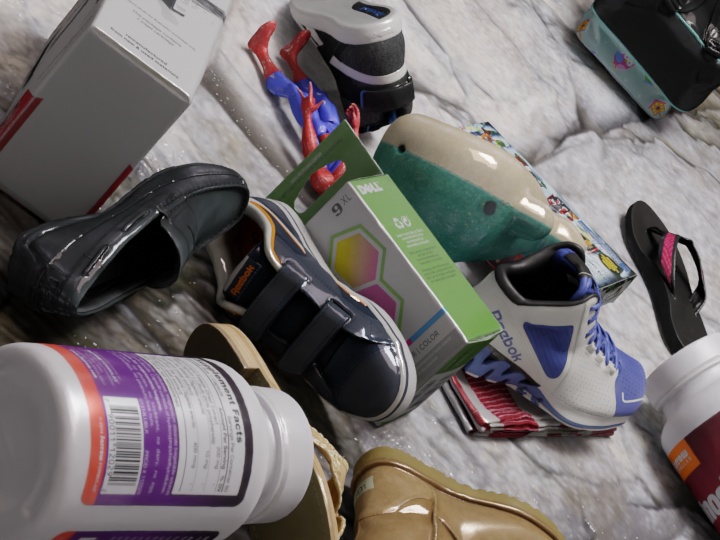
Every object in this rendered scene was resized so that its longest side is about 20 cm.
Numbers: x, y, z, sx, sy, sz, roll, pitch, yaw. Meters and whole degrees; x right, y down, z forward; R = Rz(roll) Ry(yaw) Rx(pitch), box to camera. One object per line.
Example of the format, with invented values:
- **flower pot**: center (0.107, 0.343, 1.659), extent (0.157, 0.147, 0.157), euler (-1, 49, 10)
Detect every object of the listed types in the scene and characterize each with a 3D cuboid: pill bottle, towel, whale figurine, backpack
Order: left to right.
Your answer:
- **pill bottle**: center (-0.123, 0.102, 1.058), extent (0.199, 0.111, 0.112), euler (9, 46, -47)
- **whale figurine**: center (0.089, -0.043, 1.460), extent (0.200, 0.104, 0.159), euler (30, -2, -42)
- **towel**: center (0.122, 0.070, 1.498), extent (0.199, 0.023, 0.144), euler (5, 49, -49)
- **backpack**: center (0.342, -0.279, 2.064), extent (0.176, 0.153, 0.200), euler (44, 39, -8)
- **pill bottle**: center (0.325, 0.158, 1.557), extent (0.113, 0.113, 0.200), euler (-3, 54, -53)

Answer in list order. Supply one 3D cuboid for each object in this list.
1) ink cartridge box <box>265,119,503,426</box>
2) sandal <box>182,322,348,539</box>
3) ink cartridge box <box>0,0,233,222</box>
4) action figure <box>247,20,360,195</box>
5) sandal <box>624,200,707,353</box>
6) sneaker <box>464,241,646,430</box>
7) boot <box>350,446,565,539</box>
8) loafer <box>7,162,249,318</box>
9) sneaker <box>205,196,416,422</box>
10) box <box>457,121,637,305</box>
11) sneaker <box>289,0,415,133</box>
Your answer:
- **ink cartridge box**: center (0.000, 0.000, 1.345), extent (0.200, 0.104, 0.059), euler (54, 30, 13)
- **sandal**: center (-0.039, 0.118, 1.179), extent (0.069, 0.078, 0.212), euler (4, 45, -42)
- **ink cartridge box**: center (-0.166, -0.140, 1.263), extent (0.084, 0.144, 0.200), euler (37, 31, -15)
- **action figure**: center (-0.031, -0.119, 1.510), extent (0.065, 0.052, 0.201), euler (13, 46, -49)
- **sandal**: center (0.307, 0.006, 1.783), extent (0.075, 0.045, 0.201), euler (24, 37, -33)
- **sneaker**: center (0.161, 0.047, 1.438), extent (0.199, 0.115, 0.081), euler (23, 36, -30)
- **boot**: center (0.056, 0.223, 1.193), extent (0.174, 0.066, 0.200), euler (24, 34, -13)
- **loafer**: center (-0.137, -0.015, 1.199), extent (0.070, 0.068, 0.200), euler (31, 36, 27)
- **sneaker**: center (-0.045, 0.028, 1.283), extent (0.200, 0.079, 0.079), euler (49, 23, 28)
- **box**: center (0.136, -0.044, 1.614), extent (0.200, 0.040, 0.137), euler (47, 29, 15)
- **sneaker**: center (-0.008, -0.178, 1.599), extent (0.200, 0.073, 0.112), euler (-129, -154, -67)
